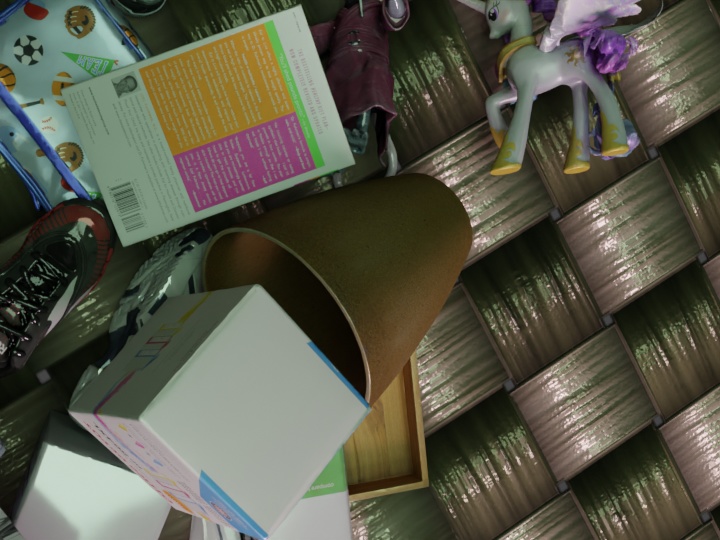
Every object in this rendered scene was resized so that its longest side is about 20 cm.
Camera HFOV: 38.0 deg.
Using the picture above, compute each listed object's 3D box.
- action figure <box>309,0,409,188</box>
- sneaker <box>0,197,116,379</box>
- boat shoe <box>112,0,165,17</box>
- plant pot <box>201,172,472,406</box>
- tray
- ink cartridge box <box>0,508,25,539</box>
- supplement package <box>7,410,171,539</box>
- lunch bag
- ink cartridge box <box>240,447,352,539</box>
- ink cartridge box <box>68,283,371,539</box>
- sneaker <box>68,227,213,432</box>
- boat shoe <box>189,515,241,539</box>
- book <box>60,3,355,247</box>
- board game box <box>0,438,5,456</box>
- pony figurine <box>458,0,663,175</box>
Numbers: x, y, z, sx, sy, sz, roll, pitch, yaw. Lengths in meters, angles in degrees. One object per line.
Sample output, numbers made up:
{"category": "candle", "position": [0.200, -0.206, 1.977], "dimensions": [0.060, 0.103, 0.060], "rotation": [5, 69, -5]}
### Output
{"category": "action figure", "position": [0.006, -0.187, 0.933], "dimensions": [0.149, 0.133, 0.201], "rotation": [39, 50, -52]}
{"category": "sneaker", "position": [-0.271, 0.026, 0.846], "dimensions": [0.071, 0.098, 0.200], "rotation": [42, 106, -14]}
{"category": "boat shoe", "position": [-0.239, -0.295, 0.871], "dimensions": [0.074, 0.068, 0.200], "rotation": [-41, 104, -9]}
{"category": "plant pot", "position": [0.000, 0.000, 0.889], "dimensions": [0.200, 0.186, 0.187], "rotation": [-38, 105, -35]}
{"category": "tray", "position": [0.005, 0.112, 0.993], "dimensions": [0.098, 0.037, 0.201], "rotation": [-8, 98, -15]}
{"category": "ink cartridge box", "position": [-0.321, 0.227, 0.761], "dimensions": [0.200, 0.083, 0.145], "rotation": [49, 118, 6]}
{"category": "supplement package", "position": [-0.249, 0.241, 0.892], "dimensions": [0.116, 0.117, 0.201], "rotation": [23, 89, -15]}
{"category": "lunch bag", "position": [-0.236, -0.132, 0.879], "dimensions": [0.160, 0.076, 0.200], "rotation": [-35, 102, 0]}
{"category": "ink cartridge box", "position": [-0.060, 0.234, 0.929], "dimensions": [0.084, 0.146, 0.201], "rotation": [-6, 96, -14]}
{"category": "ink cartridge box", "position": [-0.115, 0.103, 0.788], "dimensions": [0.129, 0.200, 0.125], "rotation": [48, 64, -17]}
{"category": "sneaker", "position": [-0.154, 0.072, 0.927], "dimensions": [0.129, 0.079, 0.200], "rotation": [37, 66, -31]}
{"category": "boat shoe", "position": [-0.141, 0.281, 0.953], "dimensions": [0.065, 0.072, 0.201], "rotation": [-9, 106, -19]}
{"category": "book", "position": [-0.118, -0.114, 0.833], "dimensions": [0.199, 0.048, 0.134], "rotation": [-19, 102, 1]}
{"category": "board game box", "position": [-0.380, 0.128, 0.837], "dimensions": [0.199, 0.062, 0.200], "rotation": [-20, 112, 22]}
{"category": "pony figurine", "position": [0.192, -0.195, 0.961], "dimensions": [0.192, 0.167, 0.201], "rotation": [-8, 80, 11]}
